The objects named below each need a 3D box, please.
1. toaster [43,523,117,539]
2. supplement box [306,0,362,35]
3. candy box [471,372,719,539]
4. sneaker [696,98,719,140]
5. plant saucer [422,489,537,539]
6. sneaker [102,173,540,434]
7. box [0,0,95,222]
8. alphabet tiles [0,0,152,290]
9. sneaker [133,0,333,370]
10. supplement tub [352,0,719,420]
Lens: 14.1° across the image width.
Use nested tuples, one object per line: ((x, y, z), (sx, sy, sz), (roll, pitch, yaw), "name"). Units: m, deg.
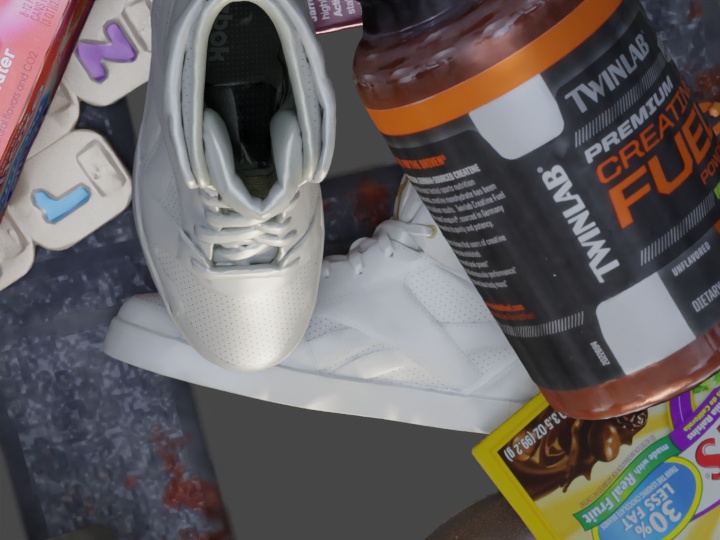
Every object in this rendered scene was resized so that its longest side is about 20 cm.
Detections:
((-0.143, 0.218, 1.124), (0.200, 0.119, 0.181), (-32, 81, 5), "toaster")
((0.016, -0.144, 1.148), (0.200, 0.110, 0.086), (-11, 97, 3), "supplement box")
((0.149, 0.048, 1.133), (0.200, 0.026, 0.102), (-41, 77, 13), "candy box")
((0.155, -0.057, 1.182), (0.200, 0.078, 0.112), (36, 93, -14), "sneaker")
((0.096, 0.187, 1.231), (0.200, 0.032, 0.201), (0, 99, 1), "plant saucer")
((0.000, 0.000, 1.192), (0.200, 0.074, 0.116), (8, 96, -10), "sneaker")
((-0.180, -0.067, 1.156), (0.102, 0.095, 0.200), (23, 97, -2), "box")
((-0.184, -0.088, 1.209), (0.195, 0.015, 0.200), (-33, 96, 5), "alphabet tiles")
((-0.047, -0.031, 1.058), (0.074, 0.116, 0.200), (-4, 119, -3), "sneaker")
((0.067, -0.051, 1.060), (0.107, 0.107, 0.200), (-31, 107, 5), "supplement tub")
